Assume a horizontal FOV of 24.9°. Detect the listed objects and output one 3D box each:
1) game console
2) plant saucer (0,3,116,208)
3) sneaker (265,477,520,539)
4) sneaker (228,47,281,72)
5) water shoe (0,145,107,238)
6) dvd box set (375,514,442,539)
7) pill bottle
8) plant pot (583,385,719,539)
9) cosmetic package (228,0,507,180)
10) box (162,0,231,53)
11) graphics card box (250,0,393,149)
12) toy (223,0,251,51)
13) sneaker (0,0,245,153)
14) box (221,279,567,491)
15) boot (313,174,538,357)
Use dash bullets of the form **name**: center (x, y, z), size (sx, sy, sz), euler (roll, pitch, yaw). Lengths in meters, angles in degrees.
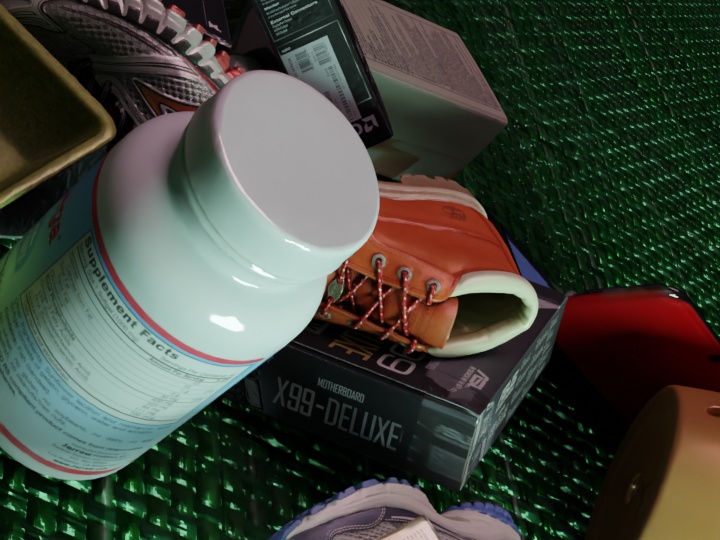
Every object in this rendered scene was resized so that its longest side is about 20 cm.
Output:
- **game console**: center (0.174, 0.033, 1.090), size (0.200, 0.118, 0.173), euler (46, 19, -42)
- **plant saucer**: center (-0.243, -0.068, 0.705), size (0.200, 0.048, 0.199), euler (44, 54, 13)
- **sneaker**: center (0.027, 0.160, 0.814), size (0.199, 0.077, 0.086), euler (12, 45, -46)
- **sneaker**: center (-0.072, -0.072, 0.960), size (0.201, 0.077, 0.100), euler (-93, 170, -63)
- **water shoe**: center (-0.176, -0.065, 0.876), size (0.078, 0.072, 0.199), euler (26, 18, 29)
- **dvd box set**: center (-0.018, 0.200, 0.628), size (0.198, 0.030, 0.147), euler (-24, 66, -28)
- **pill bottle**: center (-0.085, 0.003, 0.701), size (0.108, 0.199, 0.110), euler (25, 46, -30)
- **plant pot**: center (0.222, 0.159, 0.979), size (0.139, 0.202, 0.201), euler (24, 29, -2)
- **cosmetic package**: center (0.000, -0.137, 1.176), size (0.199, 0.087, 0.104), euler (16, 39, -45)
- **box**: center (-0.155, -0.179, 0.887), size (0.140, 0.079, 0.201), euler (24, 31, -28)
- **graphics card box**: center (-0.042, -0.172, 0.986), size (0.126, 0.050, 0.202), euler (-102, 167, -73)
- **toy**: center (-0.123, -0.193, 1.056), size (0.201, 0.113, 0.048), euler (-81, 164, -55)
- **sneaker**: center (-0.093, -0.070, 0.773), size (0.199, 0.078, 0.083), euler (33, 69, -11)
- **box**: center (0.019, 0.039, 0.927), size (0.156, 0.050, 0.200), euler (20, 23, 15)
- **boot**: center (0.000, 0.000, 0.852), size (0.198, 0.076, 0.108), euler (-2, 37, -29)
